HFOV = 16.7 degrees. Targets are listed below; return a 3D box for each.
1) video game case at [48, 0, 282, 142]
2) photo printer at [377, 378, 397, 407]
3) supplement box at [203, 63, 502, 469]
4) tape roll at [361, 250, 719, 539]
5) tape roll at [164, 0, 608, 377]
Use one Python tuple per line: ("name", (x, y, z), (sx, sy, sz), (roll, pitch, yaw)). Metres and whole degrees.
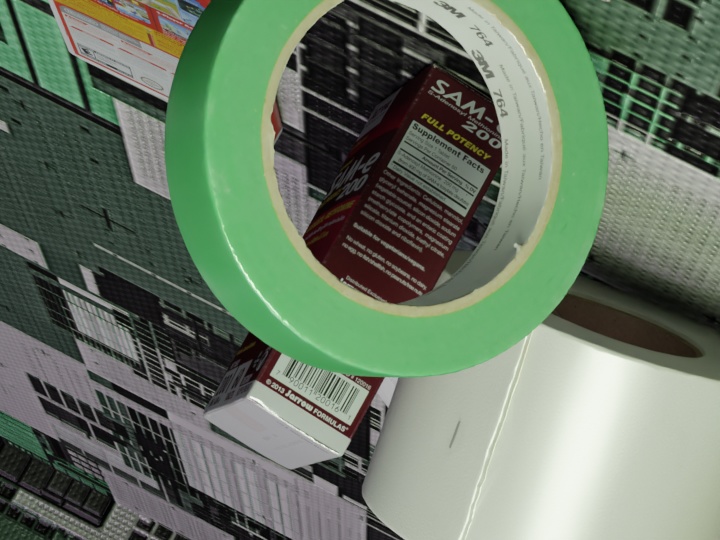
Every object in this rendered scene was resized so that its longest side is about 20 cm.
("video game case", (-0.117, -0.140, 1.377), (0.142, 0.018, 0.200), (26, 165, 11))
("photo printer", (0.070, 0.061, 1.593), (0.166, 0.070, 0.200), (20, 162, 29))
("supplement box", (0.000, 0.000, 1.271), (0.061, 0.201, 0.109), (32, 164, -9))
("tape roll", (0.114, 0.089, 1.332), (0.201, 0.140, 0.203), (18, -169, -4))
("tape roll", (0.014, -0.054, 1.075), (0.200, 0.201, 0.048), (35, 163, -23))
